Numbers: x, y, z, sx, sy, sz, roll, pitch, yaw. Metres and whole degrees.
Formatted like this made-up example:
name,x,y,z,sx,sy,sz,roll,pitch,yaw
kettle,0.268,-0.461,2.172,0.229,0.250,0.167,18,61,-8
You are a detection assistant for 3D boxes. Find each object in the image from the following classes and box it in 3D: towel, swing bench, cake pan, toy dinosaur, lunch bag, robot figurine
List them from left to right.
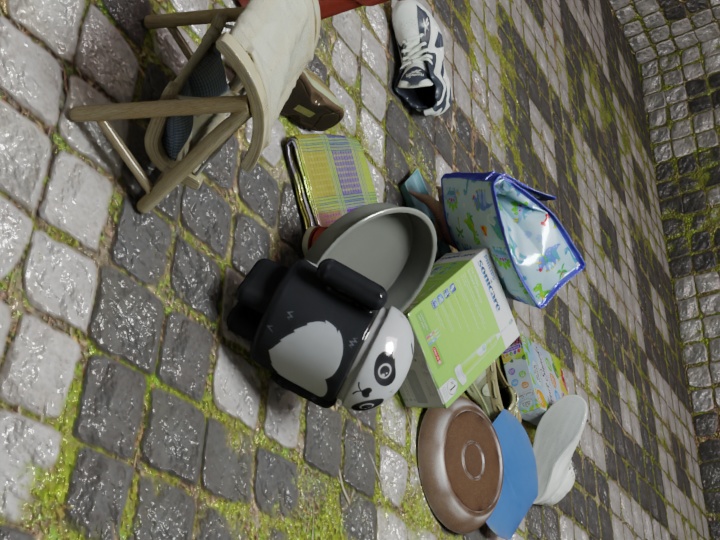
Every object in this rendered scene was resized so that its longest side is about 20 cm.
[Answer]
name,x,y,z,sx,sy,sz,roll,pitch,yaw
swing bench,-0.139,-0.185,0.908,0.130,0.198,0.200,57,33,-29
robot figurine,-0.040,0.068,0.990,0.126,0.198,0.150,-62,178,-14
towel,-0.033,-0.113,1.255,0.199,0.023,0.146,-19,94,-63
cake pan,0.004,0.001,1.120,0.037,0.201,0.200,45,9,37
toy dinosaur,0.156,-0.061,1.487,0.199,0.085,0.137,25,74,-42
lunch bag,0.212,-0.063,1.378,0.127,0.170,0.201,-42,110,-14

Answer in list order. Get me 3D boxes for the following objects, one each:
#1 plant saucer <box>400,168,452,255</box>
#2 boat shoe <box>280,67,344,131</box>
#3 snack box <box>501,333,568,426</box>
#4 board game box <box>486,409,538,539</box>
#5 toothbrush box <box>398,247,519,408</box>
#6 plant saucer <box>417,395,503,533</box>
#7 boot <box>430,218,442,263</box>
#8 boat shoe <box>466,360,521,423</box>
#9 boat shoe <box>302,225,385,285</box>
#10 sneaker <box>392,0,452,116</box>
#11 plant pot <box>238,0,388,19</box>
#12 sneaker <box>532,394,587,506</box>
name,x,y,z,sx,sy,sz,roll,pitch,yaw
plant saucer,0.114,-0.061,1.506,0.202,0.019,0.070,67,29,-16
boat shoe,-0.094,-0.241,1.176,0.200,0.071,0.077,28,38,-63
snack box,0.327,0.212,1.708,0.199,0.053,0.144,30,41,-52
board game box,0.216,0.324,1.475,0.200,0.039,0.160,-38,108,-49
toothbrush box,0.122,0.079,1.316,0.199,0.085,0.147,-37,110,-38
plant saucer,0.155,0.278,1.359,0.199,0.032,0.203,20,63,-44
boot,0.124,0.016,1.440,0.165,0.065,0.202,-37,106,-58
boat shoe,0.229,0.204,1.533,0.201,0.062,0.074,54,33,-37
boat shoe,0.000,0.000,1.197,0.200,0.062,0.072,42,58,-52
sneaker,0.094,-0.348,1.547,0.130,0.078,0.202,-56,136,-66
plant pot,-0.059,-0.402,1.169,0.200,0.193,0.203,35,47,-50
sneaker,0.348,0.318,1.635,0.202,0.073,0.115,-62,146,-3
